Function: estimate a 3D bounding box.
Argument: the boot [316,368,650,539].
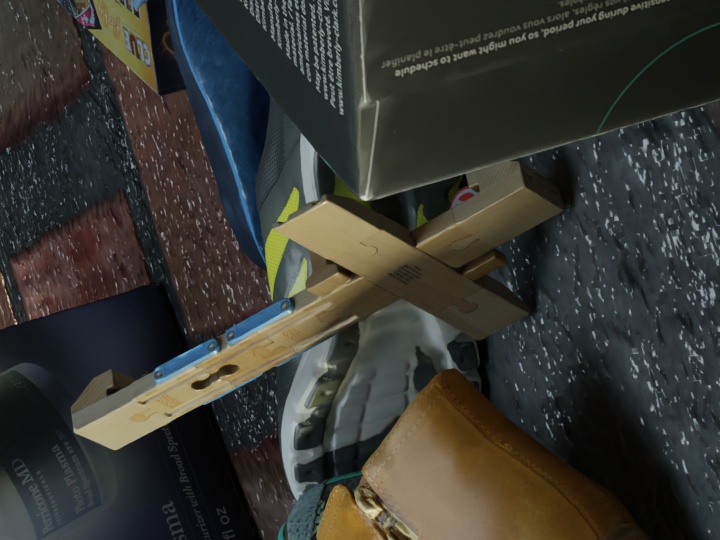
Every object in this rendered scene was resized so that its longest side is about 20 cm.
[{"bbox_3d":[0.036,0.142,0.964,0.144,0.071,0.201,41,125,24],"label":"boot"}]

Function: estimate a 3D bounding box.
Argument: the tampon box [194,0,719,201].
[{"bbox_3d":[0.020,-0.138,0.739,0.200,0.150,0.127,-128,28,-46],"label":"tampon box"}]

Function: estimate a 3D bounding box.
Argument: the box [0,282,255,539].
[{"bbox_3d":[-0.165,0.139,1.400,0.200,0.198,0.123,67,160,15],"label":"box"}]

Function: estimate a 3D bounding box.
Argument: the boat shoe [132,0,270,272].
[{"bbox_3d":[-0.048,-0.086,1.075,0.069,0.084,0.200,-134,35,-56],"label":"boat shoe"}]

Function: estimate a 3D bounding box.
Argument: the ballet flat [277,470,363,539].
[{"bbox_3d":[0.047,0.157,1.022,0.200,0.074,0.074,55,161,-6],"label":"ballet flat"}]

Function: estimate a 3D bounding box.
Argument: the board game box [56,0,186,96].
[{"bbox_3d":[-0.119,-0.175,1.262,0.200,0.035,0.136,-137,36,-55],"label":"board game box"}]

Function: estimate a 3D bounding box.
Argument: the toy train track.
[{"bbox_3d":[-0.020,0.006,0.972,0.200,0.115,0.033,-29,54,27],"label":"toy train track"}]

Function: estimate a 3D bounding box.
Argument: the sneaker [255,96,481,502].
[{"bbox_3d":[0.000,0.000,1.047,0.085,0.074,0.200,-125,34,-55],"label":"sneaker"}]
